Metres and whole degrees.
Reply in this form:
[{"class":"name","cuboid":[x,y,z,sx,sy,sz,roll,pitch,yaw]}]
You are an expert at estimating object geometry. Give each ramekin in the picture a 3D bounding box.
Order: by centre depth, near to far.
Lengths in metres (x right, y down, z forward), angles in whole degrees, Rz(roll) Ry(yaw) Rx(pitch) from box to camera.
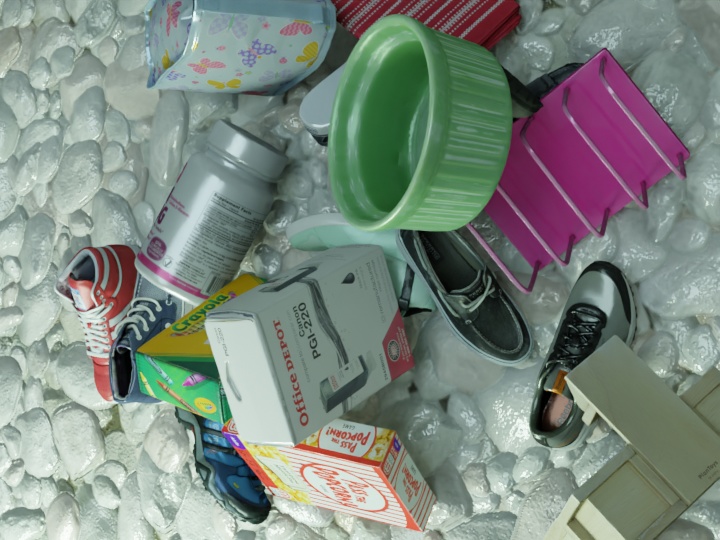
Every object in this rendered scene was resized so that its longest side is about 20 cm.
[{"class":"ramekin","cuboid":[0.056,-0.131,1.174,0.200,0.097,0.202,-21,66,59]}]

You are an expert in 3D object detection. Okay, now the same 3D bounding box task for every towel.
[{"class":"towel","cuboid":[0.062,-0.289,1.371,0.145,0.023,0.200,-43,64,-7]}]

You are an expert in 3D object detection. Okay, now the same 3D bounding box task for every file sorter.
[{"class":"file sorter","cuboid":[0.203,-0.093,1.230,0.200,0.125,0.139,-39,97,21]}]

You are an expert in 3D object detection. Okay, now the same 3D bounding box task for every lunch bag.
[{"class":"lunch bag","cuboid":[-0.135,-0.271,1.389,0.200,0.168,0.128,169,99,-66]}]

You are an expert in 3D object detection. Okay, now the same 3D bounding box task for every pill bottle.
[{"class":"pill bottle","cuboid":[-0.172,-0.068,1.468,0.113,0.113,0.201,33,97,26]}]

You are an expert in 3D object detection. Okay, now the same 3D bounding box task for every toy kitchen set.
[{"class":"toy kitchen set","cuboid":[0.260,0.184,1.243,0.199,0.181,0.163,-36,69,-20]}]

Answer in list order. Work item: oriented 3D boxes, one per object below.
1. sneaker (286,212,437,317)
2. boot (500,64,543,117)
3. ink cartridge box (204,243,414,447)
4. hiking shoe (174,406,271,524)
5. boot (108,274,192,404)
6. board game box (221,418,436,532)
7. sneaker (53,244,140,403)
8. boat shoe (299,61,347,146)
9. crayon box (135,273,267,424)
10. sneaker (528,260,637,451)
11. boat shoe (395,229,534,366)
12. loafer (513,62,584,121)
[{"class":"sneaker","cuboid":[0.000,0.000,1.391,0.199,0.074,0.119,2,82,27]},{"class":"boot","cuboid":[0.110,-0.145,1.262,0.068,0.200,0.131,39,98,-10]},{"class":"ink cartridge box","cuboid":[-0.049,0.074,1.291,0.084,0.199,0.147,-2,109,46]},{"class":"hiking shoe","cuboid":[-0.152,0.199,1.468,0.087,0.074,0.201,-38,70,23]},{"class":"boot","cuboid":[-0.259,0.064,1.525,0.072,0.090,0.202,-2,86,29]},{"class":"board game box","cuboid":[-0.033,0.211,1.360,0.199,0.152,0.047,7,57,30]},{"class":"sneaker","cuboid":[-0.326,0.066,1.550,0.071,0.112,0.202,4,89,29]},{"class":"boat shoe","cuboid":[0.024,-0.210,1.398,0.200,0.068,0.072,-40,61,-2]},{"class":"crayon box","cuboid":[-0.141,0.082,1.398,0.118,0.200,0.059,16,124,28]},{"class":"sneaker","cuboid":[0.223,0.089,1.265,0.074,0.079,0.202,18,95,30]},{"class":"boat shoe","cuboid":[0.108,0.021,1.303,0.072,0.071,0.200,-43,90,-8]},{"class":"loafer","cuboid":[0.166,-0.144,1.316,0.200,0.063,0.072,-41,68,21]}]
